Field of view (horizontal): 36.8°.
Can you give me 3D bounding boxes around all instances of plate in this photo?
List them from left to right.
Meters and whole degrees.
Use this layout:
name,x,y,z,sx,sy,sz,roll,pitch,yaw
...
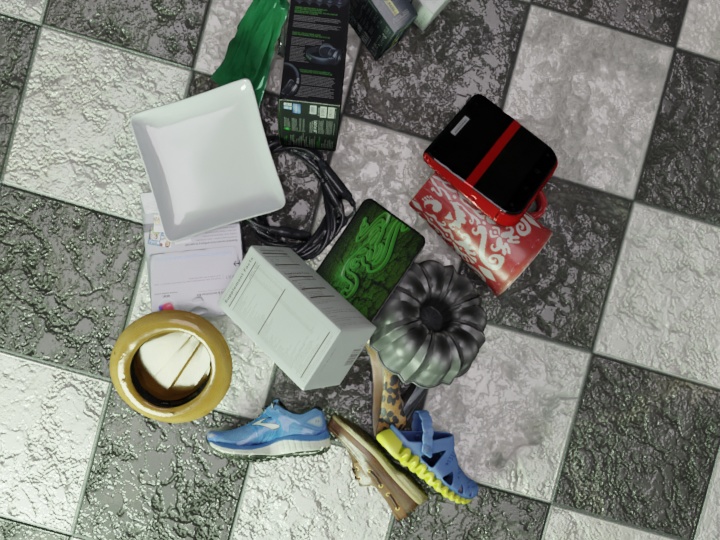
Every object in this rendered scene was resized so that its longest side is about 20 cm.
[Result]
name,x,y,z,sx,sy,sz,roll,pitch,yaw
plate,-0.230,-0.166,1.646,0.196,0.032,0.204,-16,96,5

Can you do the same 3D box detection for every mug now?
name,x,y,z,sx,sy,sz,roll,pitch,yaw
mug,0.189,-0.086,1.695,0.199,0.178,0.134,41,126,0

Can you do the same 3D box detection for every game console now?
name,x,y,z,sx,sy,sz,roll,pitch,yaw
game console,0.203,-0.170,1.658,0.176,0.031,0.200,37,48,4

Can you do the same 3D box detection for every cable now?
name,x,y,z,sx,sy,sz,roll,pitch,yaw
cable,-0.113,-0.118,1.696,0.163,0.051,0.201,-41,100,-2

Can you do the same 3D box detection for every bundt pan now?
name,x,y,z,sx,sy,sz,roll,pitch,yaw
bundt pan,0.109,0.073,1.662,0.198,0.076,0.206,6,69,-17

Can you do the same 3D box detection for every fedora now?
name,x,y,z,sx,sy,sz,roll,pitch,yaw
fedora,-0.287,0.136,1.671,0.196,0.082,0.204,1,115,2

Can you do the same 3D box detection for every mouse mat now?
name,x,y,z,sx,sy,sz,roll,pitch,yaw
mouse mat,0.000,0.000,1.671,0.201,0.160,0.008,-55,137,2

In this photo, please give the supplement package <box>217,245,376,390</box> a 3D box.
name,x,y,z,sx,sy,sz,roll,pitch,yaw
supplement package,-0.096,0.067,1.609,0.200,0.109,0.115,42,108,23

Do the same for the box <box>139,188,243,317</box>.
name,x,y,z,sx,sy,sz,roll,pitch,yaw
box,-0.260,-0.027,1.698,0.153,0.041,0.204,-6,92,-3

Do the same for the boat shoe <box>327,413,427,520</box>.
name,x,y,z,sx,sy,sz,roll,pitch,yaw
boat shoe,0.017,0.312,1.708,0.200,0.072,0.068,45,92,-2

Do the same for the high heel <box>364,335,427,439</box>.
name,x,y,z,sx,sy,sz,roll,pitch,yaw
high heel,0.011,0.165,1.702,0.199,0.071,0.143,39,86,-11

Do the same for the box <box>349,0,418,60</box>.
name,x,y,z,sx,sy,sz,roll,pitch,yaw
box,0.008,-0.409,1.616,0.051,0.200,0.159,-37,93,-6

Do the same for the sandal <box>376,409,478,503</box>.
name,x,y,z,sx,sy,sz,roll,pitch,yaw
sandal,0.121,0.290,1.694,0.200,0.079,0.087,41,87,-25

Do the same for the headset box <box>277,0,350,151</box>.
name,x,y,z,sx,sy,sz,roll,pitch,yaw
headset box,-0.068,-0.307,1.610,0.091,0.174,0.204,6,75,-2

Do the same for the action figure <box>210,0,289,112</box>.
name,x,y,z,sx,sy,sz,roll,pitch,yaw
action figure,-0.151,-0.353,1.648,0.118,0.054,0.202,39,116,27

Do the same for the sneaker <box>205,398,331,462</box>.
name,x,y,z,sx,sy,sz,roll,pitch,yaw
sneaker,-0.146,0.252,1.706,0.196,0.079,0.091,-6,72,2

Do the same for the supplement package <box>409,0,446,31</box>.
name,x,y,z,sx,sy,sz,roll,pitch,yaw
supplement package,0.081,-0.500,1.641,0.200,0.151,0.152,43,90,-4
